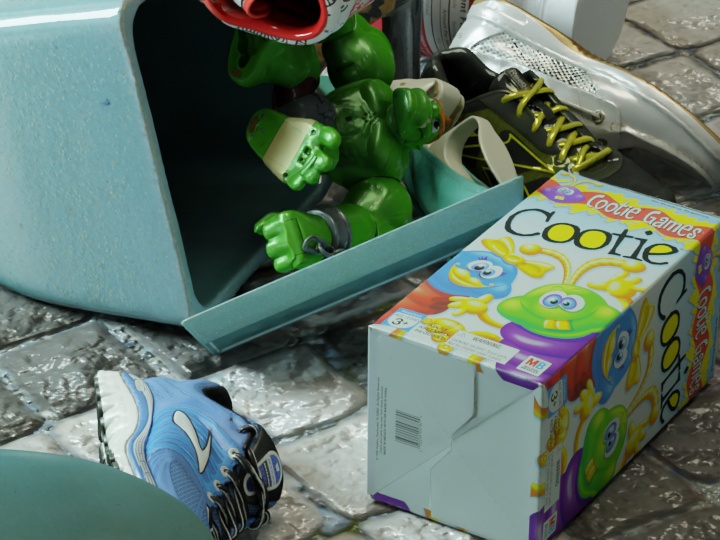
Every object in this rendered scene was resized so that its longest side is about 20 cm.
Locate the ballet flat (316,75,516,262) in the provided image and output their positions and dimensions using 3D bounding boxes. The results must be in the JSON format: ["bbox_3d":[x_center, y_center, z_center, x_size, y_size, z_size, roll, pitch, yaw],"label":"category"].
[{"bbox_3d":[0.045,-0.071,1.721,0.067,0.070,0.200,29,17,-49],"label":"ballet flat"}]

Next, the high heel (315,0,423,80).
[{"bbox_3d":[-0.055,-0.160,1.837,0.199,0.143,0.071,-7,30,-13],"label":"high heel"}]

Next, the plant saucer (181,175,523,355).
[{"bbox_3d":[0.000,0.000,1.591,0.200,0.019,0.070,-22,-9,0],"label":"plant saucer"}]

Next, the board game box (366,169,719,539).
[{"bbox_3d":[0.099,0.043,1.518,0.103,0.105,0.200,17,34,27],"label":"board game box"}]

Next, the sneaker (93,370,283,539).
[{"bbox_3d":[-0.080,0.105,1.437,0.089,0.079,0.200,-7,30,-7],"label":"sneaker"}]

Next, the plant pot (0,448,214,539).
[{"bbox_3d":[-0.144,0.167,1.222,0.161,0.201,0.201,-5,28,-31],"label":"plant pot"}]

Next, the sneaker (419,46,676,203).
[{"bbox_3d":[0.102,-0.073,1.743,0.200,0.085,0.074,23,37,34],"label":"sneaker"}]

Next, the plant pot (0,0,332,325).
[{"bbox_3d":[-0.158,-0.097,1.691,0.199,0.197,0.196,1,27,26],"label":"plant pot"}]

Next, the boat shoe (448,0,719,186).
[{"bbox_3d":[0.140,-0.095,1.810,0.200,0.071,0.069,31,84,22],"label":"boat shoe"}]

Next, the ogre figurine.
[{"bbox_3d":[-0.017,-0.088,1.652,0.120,0.098,0.200,22,37,-51],"label":"ogre figurine"}]

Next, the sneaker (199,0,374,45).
[{"bbox_3d":[-0.078,-0.200,1.578,0.201,0.067,0.108,34,41,2],"label":"sneaker"}]

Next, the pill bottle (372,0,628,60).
[{"bbox_3d":[0.070,-0.192,1.927,0.200,0.113,0.112,16,33,25],"label":"pill bottle"}]
